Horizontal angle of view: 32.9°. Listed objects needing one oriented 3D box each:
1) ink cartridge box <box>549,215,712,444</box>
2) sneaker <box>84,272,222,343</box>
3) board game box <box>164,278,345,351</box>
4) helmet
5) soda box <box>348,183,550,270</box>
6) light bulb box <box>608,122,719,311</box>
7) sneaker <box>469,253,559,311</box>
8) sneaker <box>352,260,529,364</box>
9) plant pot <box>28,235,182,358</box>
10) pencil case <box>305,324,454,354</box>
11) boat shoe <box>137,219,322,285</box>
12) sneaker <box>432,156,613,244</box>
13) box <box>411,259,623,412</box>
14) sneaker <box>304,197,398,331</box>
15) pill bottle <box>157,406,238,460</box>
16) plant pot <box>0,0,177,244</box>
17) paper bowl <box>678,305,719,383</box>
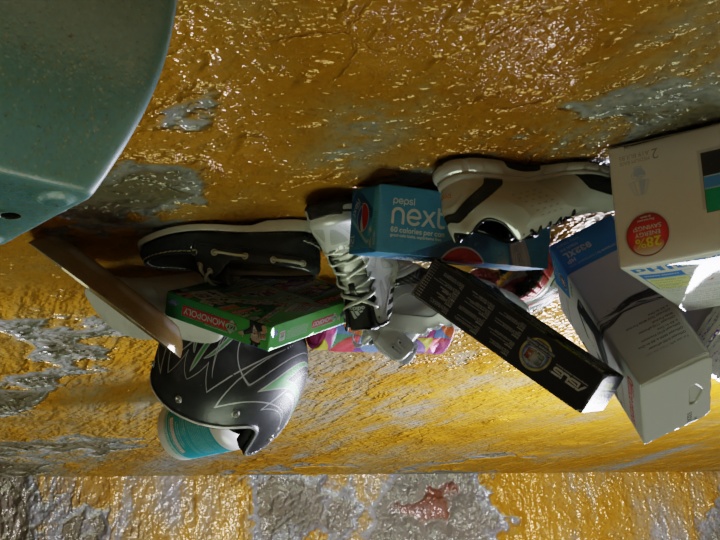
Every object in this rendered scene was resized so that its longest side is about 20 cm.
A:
[{"bbox_3d":[0.293,0.065,1.328,0.083,0.200,0.145,-26,145,-2],"label":"ink cartridge box"},{"bbox_3d":[-0.227,0.031,1.435,0.199,0.089,0.075,10,134,24],"label":"sneaker"},{"bbox_3d":[-0.098,0.037,1.328,0.134,0.029,0.200,18,-164,27],"label":"board game box"},{"bbox_3d":[-0.159,0.117,1.500,0.199,0.201,0.191,-4,148,2],"label":"helmet"},{"bbox_3d":[0.092,-0.041,1.223,0.199,0.068,0.064,5,177,-25],"label":"soda box"},{"bbox_3d":[0.364,-0.053,1.155,0.198,0.125,0.200,-12,160,30],"label":"light bulb box"},{"bbox_3d":[0.191,0.028,1.474,0.082,0.078,0.200,5,162,-28],"label":"sneaker"},{"bbox_3d":[0.087,0.058,1.399,0.199,0.115,0.075,15,175,12],"label":"sneaker"},{"bbox_3d":[-0.263,0.023,1.293,0.200,0.028,0.200,36,170,7],"label":"plant pot"},{"bbox_3d":[0.022,0.061,1.550,0.199,0.089,0.088,7,161,-25],"label":"pencil case"},{"bbox_3d":[-0.140,-0.014,1.301,0.199,0.061,0.076,-6,163,9],"label":"boat shoe"},{"bbox_3d":[0.167,-0.061,1.177,0.199,0.080,0.074,-1,162,-13],"label":"sneaker"},{"bbox_3d":[0.160,0.067,1.216,0.200,0.044,0.160,35,-174,18],"label":"box"},{"bbox_3d":[0.001,0.000,1.279,0.075,0.116,0.200,-8,162,17],"label":"sneaker"},{"bbox_3d":[-0.248,0.259,2.093,0.199,0.111,0.111,-17,158,39],"label":"pill bottle"},{"bbox_3d":[-0.222,-0.128,0.677,0.196,0.201,0.195,12,157,-42],"label":"plant pot"},{"bbox_3d":[0.421,0.020,1.342,0.104,0.201,0.201,36,170,15],"label":"paper bowl"}]
